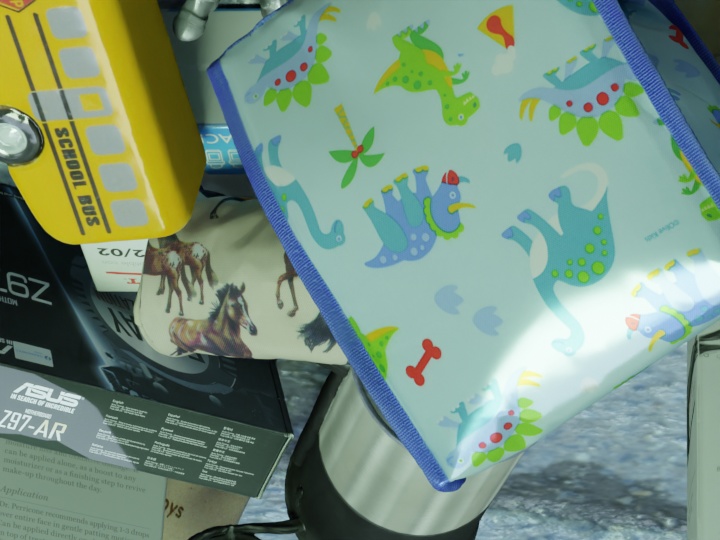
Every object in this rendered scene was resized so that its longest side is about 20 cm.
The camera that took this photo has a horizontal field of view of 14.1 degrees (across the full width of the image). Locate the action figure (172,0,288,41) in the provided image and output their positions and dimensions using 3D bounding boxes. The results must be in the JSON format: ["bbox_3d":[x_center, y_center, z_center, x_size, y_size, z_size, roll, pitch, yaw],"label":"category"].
[{"bbox_3d":[-0.045,-0.164,1.193,0.117,0.055,0.200,7,148,-1],"label":"action figure"}]

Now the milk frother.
[{"bbox_3d":[-0.002,0.120,1.569,0.179,0.201,0.188,11,151,-7],"label":"milk frother"}]

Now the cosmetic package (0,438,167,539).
[{"bbox_3d":[-0.157,0.092,1.527,0.101,0.201,0.071,15,151,-20],"label":"cosmetic package"}]

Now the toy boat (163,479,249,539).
[{"bbox_3d":[-0.164,0.107,1.673,0.130,0.131,0.200,19,170,44],"label":"toy boat"}]

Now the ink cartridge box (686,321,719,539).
[{"bbox_3d":[0.235,0.069,1.445,0.143,0.201,0.084,2,155,2],"label":"ink cartridge box"}]

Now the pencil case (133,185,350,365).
[{"bbox_3d":[0.000,0.000,1.283,0.199,0.090,0.078,1,126,30],"label":"pencil case"}]

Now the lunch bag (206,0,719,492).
[{"bbox_3d":[0.055,-0.045,1.135,0.170,0.201,0.127,-35,177,19],"label":"lunch bag"}]

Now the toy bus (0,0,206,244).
[{"bbox_3d":[-0.129,-0.107,1.223,0.078,0.065,0.201,-3,129,16],"label":"toy bus"}]

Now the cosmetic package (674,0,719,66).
[{"bbox_3d":[0.139,-0.106,1.226,0.199,0.106,0.071,-19,144,33],"label":"cosmetic package"}]

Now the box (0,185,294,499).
[{"bbox_3d":[-0.142,0.028,1.449,0.199,0.161,0.044,16,120,-22],"label":"box"}]

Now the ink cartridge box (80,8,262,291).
[{"bbox_3d":[-0.079,-0.045,1.401,0.114,0.068,0.200,1,152,6],"label":"ink cartridge box"}]
